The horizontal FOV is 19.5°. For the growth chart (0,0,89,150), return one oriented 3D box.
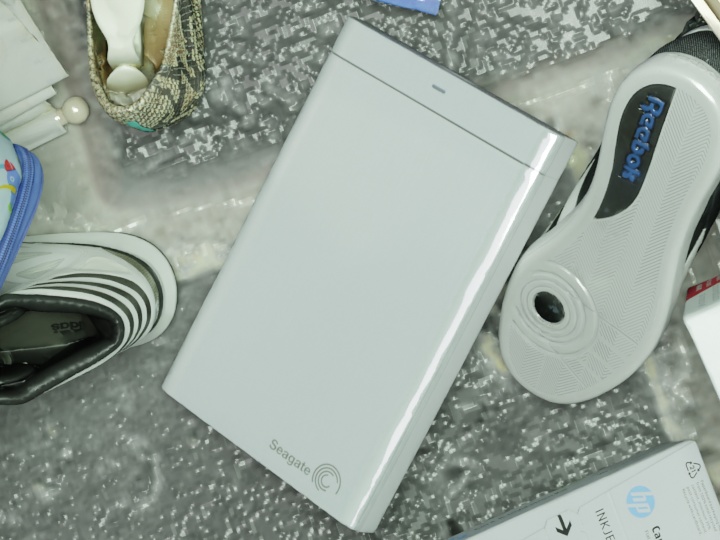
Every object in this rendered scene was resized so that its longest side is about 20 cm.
[{"bbox_3d":[-0.214,-0.108,0.964,0.144,0.200,0.018,-17,47,5],"label":"growth chart"}]

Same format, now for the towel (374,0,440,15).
[{"bbox_3d":[-0.002,-0.228,0.943,0.144,0.024,0.201,14,100,-16],"label":"towel"}]

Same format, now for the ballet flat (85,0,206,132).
[{"bbox_3d":[-0.104,-0.165,0.972,0.067,0.075,0.201,-1,94,14],"label":"ballet flat"}]

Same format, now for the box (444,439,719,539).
[{"bbox_3d":[0.088,0.183,0.928,0.199,0.041,0.157,-21,90,-21],"label":"box"}]

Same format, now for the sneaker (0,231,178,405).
[{"bbox_3d":[-0.195,0.017,0.979,0.199,0.115,0.076,-3,100,11],"label":"sneaker"}]

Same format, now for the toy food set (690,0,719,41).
[{"bbox_3d":[0.175,-0.160,0.801,0.143,0.060,0.200,-36,88,11],"label":"toy food set"}]

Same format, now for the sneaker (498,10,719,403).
[{"bbox_3d":[0.137,-0.031,0.941,0.073,0.112,0.201,37,134,13],"label":"sneaker"}]

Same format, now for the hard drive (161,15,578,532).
[{"bbox_3d":[0.000,0.000,0.966,0.132,0.027,0.201,33,101,32],"label":"hard drive"}]

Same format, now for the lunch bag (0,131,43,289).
[{"bbox_3d":[-0.232,0.015,0.911,0.160,0.082,0.201,-5,56,37],"label":"lunch bag"}]

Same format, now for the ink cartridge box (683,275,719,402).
[{"bbox_3d":[0.256,0.038,0.884,0.199,0.145,0.145,-24,89,10],"label":"ink cartridge box"}]
